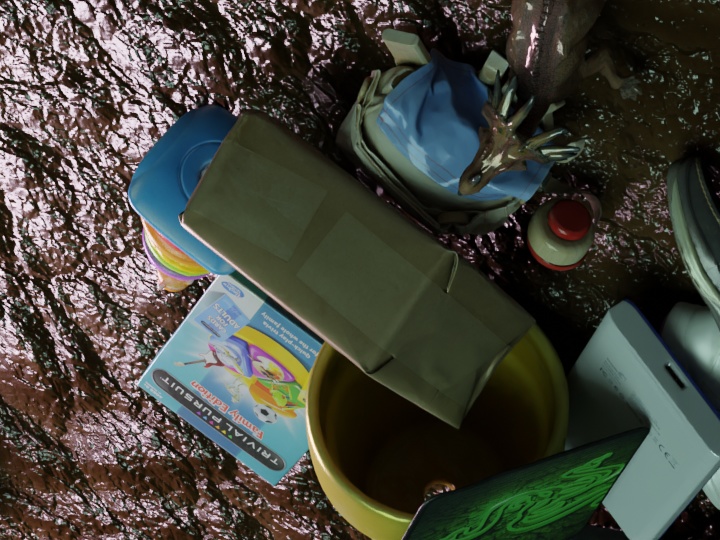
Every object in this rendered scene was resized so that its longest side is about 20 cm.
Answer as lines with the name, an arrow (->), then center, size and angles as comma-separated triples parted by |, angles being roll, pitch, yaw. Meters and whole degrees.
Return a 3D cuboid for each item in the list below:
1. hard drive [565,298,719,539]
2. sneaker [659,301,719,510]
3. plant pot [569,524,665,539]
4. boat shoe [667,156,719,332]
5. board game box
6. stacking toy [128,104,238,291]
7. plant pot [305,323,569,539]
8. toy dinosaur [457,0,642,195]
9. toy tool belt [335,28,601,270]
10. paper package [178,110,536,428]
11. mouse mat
hard drive -> 0.204, 0.118, 1.711 | 0.132, 0.025, 0.200 | 54, 157, 16
sneaker -> 0.287, 0.111, 1.683 | 0.099, 0.075, 0.201 | -3, 128, 36
plant pot -> 0.206, 0.292, 1.838 | 0.195, 0.200, 0.201 | 14, 137, 32
boat shoe -> 0.273, 0.009, 1.584 | 0.073, 0.074, 0.201 | -23, 96, 17
board game box -> -0.083, 0.080, 1.918 | 0.151, 0.047, 0.200 | 37, 139, -3
stacking toy -> -0.131, -0.033, 1.816 | 0.110, 0.116, 0.200 | 39, 154, 3
plant pot -> 0.060, 0.140, 1.786 | 0.199, 0.202, 0.189 | 21, 154, 14
toy dinosaur -> 0.119, -0.146, 1.484 | 0.085, 0.136, 0.202 | 15, 125, 25
toy tool belt -> 0.087, -0.085, 1.589 | 0.199, 0.125, 0.123 | 31, 148, 2
paper package -> 0.000, 0.000, 1.642 | 0.200, 0.104, 0.190 | 37, -179, 28
mouse mat -> 0.107, 0.179, 1.668 | 0.008, 0.199, 0.161 | 59, 148, 25
